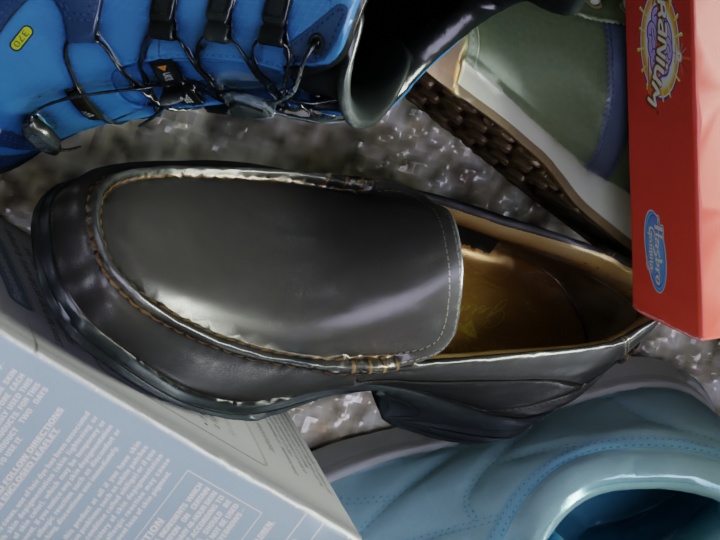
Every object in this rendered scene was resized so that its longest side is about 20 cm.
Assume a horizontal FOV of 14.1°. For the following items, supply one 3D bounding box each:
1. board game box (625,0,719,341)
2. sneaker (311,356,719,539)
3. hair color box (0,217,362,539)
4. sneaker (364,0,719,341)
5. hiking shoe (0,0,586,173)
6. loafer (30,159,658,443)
[{"bbox_3d":[0.147,-0.092,0.796,0.153,0.040,0.200,-10,107,-20],"label":"board game box"},{"bbox_3d":[0.027,0.090,0.870,0.200,0.082,0.074,-27,118,-6],"label":"sneaker"},{"bbox_3d":[-0.103,0.028,0.787,0.200,0.099,0.061,33,101,-28],"label":"hair color box"},{"bbox_3d":[0.082,-0.056,0.839,0.200,0.067,0.090,37,86,-25],"label":"sneaker"},{"bbox_3d":[-0.031,-0.069,0.746,0.200,0.087,0.074,-28,149,14],"label":"hiking shoe"},{"bbox_3d":[0.000,0.000,0.793,0.072,0.073,0.200,-26,157,39],"label":"loafer"}]
